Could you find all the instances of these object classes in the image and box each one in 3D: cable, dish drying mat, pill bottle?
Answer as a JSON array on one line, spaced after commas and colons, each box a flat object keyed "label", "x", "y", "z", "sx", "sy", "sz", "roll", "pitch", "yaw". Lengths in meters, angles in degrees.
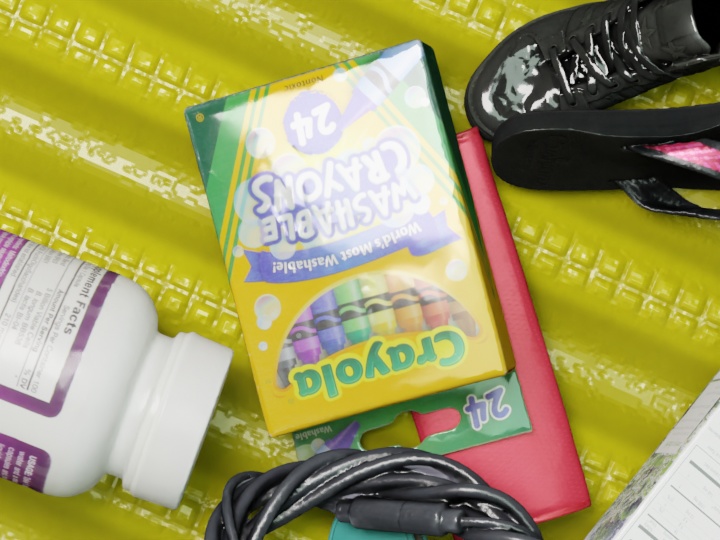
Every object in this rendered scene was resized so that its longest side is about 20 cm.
[{"label": "cable", "x": 0.009, "y": 0.155, "z": 1.042, "sx": 0.163, "sy": 0.051, "sz": 0.200, "roll": -37, "pitch": 60, "yaw": -11}, {"label": "dish drying mat", "x": 0.054, "y": 0.035, "z": 1.121, "sx": 0.076, "sy": 0.018, "sz": 0.202, "roll": -17, "pitch": 88, "yaw": 6}, {"label": "pill bottle", "x": -0.167, "y": 0.043, "z": 1.063, "sx": 0.198, "sy": 0.112, "sz": 0.113, "roll": 21, "pitch": 86, "yaw": -3}]

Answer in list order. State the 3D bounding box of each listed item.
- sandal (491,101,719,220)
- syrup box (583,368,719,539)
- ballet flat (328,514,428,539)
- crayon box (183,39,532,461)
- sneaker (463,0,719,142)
[{"label": "sandal", "x": 0.165, "y": -0.050, "z": 1.105, "sx": 0.198, "sy": 0.075, "sz": 0.045, "roll": -2, "pitch": 57, "yaw": 0}, {"label": "syrup box", "x": 0.164, "y": 0.138, "z": 1.095, "sx": 0.081, "sy": 0.079, "sz": 0.200, "roll": 38, "pitch": 85, "yaw": 2}, {"label": "ballet flat", "x": 0.025, "y": 0.207, "z": 1.084, "sx": 0.067, "sy": 0.070, "sz": 0.202, "roll": -24, "pitch": 56, "yaw": 22}, {"label": "crayon box", "x": 0.000, "y": 0.000, "z": 1.093, "sx": 0.125, "sy": 0.052, "sz": 0.202, "roll": -16, "pitch": 89, "yaw": 10}, {"label": "sneaker", "x": 0.148, "y": -0.121, "z": 1.095, "sx": 0.198, "sy": 0.104, "sz": 0.061, "roll": -22, "pitch": 89, "yaw": -5}]
